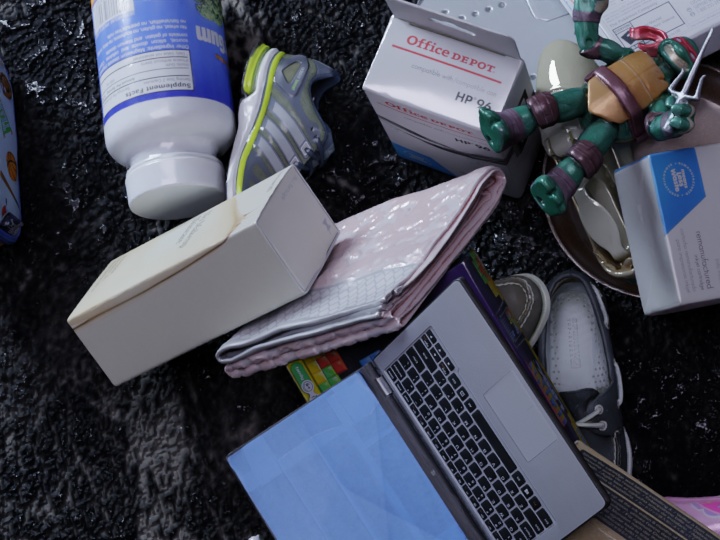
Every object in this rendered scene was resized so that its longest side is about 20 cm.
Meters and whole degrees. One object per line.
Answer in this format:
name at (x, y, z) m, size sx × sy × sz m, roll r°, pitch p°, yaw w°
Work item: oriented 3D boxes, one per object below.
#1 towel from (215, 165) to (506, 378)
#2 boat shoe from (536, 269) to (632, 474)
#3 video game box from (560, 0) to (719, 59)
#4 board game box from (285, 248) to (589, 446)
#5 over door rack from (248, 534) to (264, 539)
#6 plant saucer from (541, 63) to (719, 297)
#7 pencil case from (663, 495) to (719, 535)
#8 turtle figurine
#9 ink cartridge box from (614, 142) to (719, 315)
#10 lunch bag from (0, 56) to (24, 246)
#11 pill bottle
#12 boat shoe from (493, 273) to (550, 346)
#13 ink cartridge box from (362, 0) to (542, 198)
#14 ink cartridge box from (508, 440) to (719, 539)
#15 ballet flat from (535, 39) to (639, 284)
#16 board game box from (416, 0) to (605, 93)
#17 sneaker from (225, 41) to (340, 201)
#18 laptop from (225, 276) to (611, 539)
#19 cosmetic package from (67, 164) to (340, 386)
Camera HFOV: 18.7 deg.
towel at (0.000, 0.000, 1.680) m, size 0.199 × 0.032 × 0.191 m, roll -18°, pitch 23°, yaw 43°
boat shoe at (0.169, 0.099, 1.700) m, size 0.075 × 0.060 × 0.202 m, roll -11°, pitch 71°, yaw 9°
video game box at (0.253, -0.257, 1.760) m, size 0.199 × 0.047 × 0.183 m, roll -27°, pitch 63°, yaw -9°
board game box at (0.064, 0.113, 1.656) m, size 0.165 × 0.057 × 0.201 m, roll -30°, pitch 93°, yaw 17°
over door rack at (-0.042, 0.291, 1.686) m, size 0.147 × 0.067 × 0.201 m, roll -29°, pitch 70°, yaw 3°
plant saucer at (0.245, -0.070, 1.751) m, size 0.198 × 0.032 × 0.202 m, roll -3°, pitch 73°, yaw 10°
pencil case at (0.289, 0.197, 1.630) m, size 0.198 × 0.087 × 0.088 m, roll -9°, pitch 72°, yaw 11°
turtle figurine at (0.193, -0.134, 1.622) m, size 0.199 × 0.101 × 0.150 m, roll -38°, pitch 58°, yaw -10°
ink cartridge box at (0.304, -0.041, 1.659) m, size 0.198 × 0.067 × 0.117 m, roll -10°, pitch 84°, yaw -19°
lunch bag at (-0.342, -0.114, 1.822) m, size 0.075 × 0.160 × 0.202 m, roll -13°, pitch 70°, yaw 8°
pill bottle at (-0.162, -0.150, 1.820) m, size 0.111 × 0.112 × 0.202 m, roll -11°, pitch 72°, yaw 8°
boat shoe at (0.060, 0.069, 1.709) m, size 0.201 × 0.060 × 0.072 m, roll -37°, pitch 65°, yaw 16°
ink cartridge box at (0.073, -0.134, 1.717) m, size 0.115 × 0.200 × 0.068 m, roll 20°, pitch 78°, yaw 17°
ink cartridge box at (0.176, 0.250, 1.586) m, size 0.164 × 0.201 × 0.075 m, roll 35°, pitch 41°, yaw 20°
ballet flat at (0.178, -0.083, 1.687) m, size 0.069 × 0.069 × 0.202 m, roll -24°, pitch 87°, yaw 4°
board game box at (0.163, -0.226, 1.794) m, size 0.199 × 0.026 × 0.201 m, roll 22°, pitch 65°, yaw 18°
sneaker at (-0.064, -0.092, 1.805) m, size 0.080 × 0.074 × 0.202 m, roll 4°, pitch 77°, yaw 9°
laptop at (0.037, 0.145, 1.524) m, size 0.115 × 0.200 × 0.188 m, roll -24°, pitch 76°, yaw -41°
cosmetic package at (-0.124, 0.005, 1.725) m, size 0.199 × 0.104 × 0.073 m, roll -27°, pitch 108°, yaw 28°
